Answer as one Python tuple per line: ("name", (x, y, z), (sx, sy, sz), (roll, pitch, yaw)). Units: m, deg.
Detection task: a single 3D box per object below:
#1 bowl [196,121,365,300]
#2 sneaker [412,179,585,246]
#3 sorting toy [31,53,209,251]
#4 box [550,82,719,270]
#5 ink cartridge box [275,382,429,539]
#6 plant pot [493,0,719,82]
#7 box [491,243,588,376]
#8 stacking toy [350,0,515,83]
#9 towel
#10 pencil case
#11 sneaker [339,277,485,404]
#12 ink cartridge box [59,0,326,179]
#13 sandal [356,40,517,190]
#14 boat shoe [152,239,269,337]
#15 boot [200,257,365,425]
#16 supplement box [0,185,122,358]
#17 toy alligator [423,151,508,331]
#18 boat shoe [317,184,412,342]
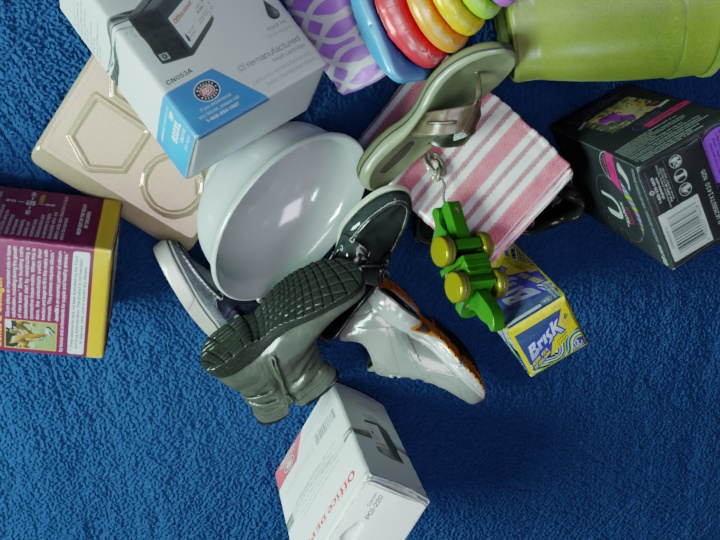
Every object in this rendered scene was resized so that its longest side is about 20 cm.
("bowl", (-0.093, -0.075, 0.849), (0.201, 0.090, 0.202), (-38, 154, -22))
("sneaker", (0.154, -0.071, 0.927), (0.198, 0.086, 0.081), (-16, 112, -6))
("sorting toy", (-0.203, -0.142, 0.856), (0.184, 0.037, 0.201), (33, 105, -21))
("box", (0.300, -0.105, 0.884), (0.105, 0.200, 0.123), (-29, 113, 0))
("ink cartridge box", (-0.016, 0.241, 0.943), (0.084, 0.200, 0.147), (26, 103, -20))
("plant pot", (0.229, -0.269, 0.827), (0.190, 0.201, 0.203), (-12, 112, 5))
("box", (0.164, 0.028, 0.903), (0.070, 0.200, 0.065), (-31, 114, 3))
("stacking toy", (0.099, -0.259, 0.750), (0.199, 0.109, 0.117), (-22, 94, 36))
("towel", (0.105, -0.117, 0.890), (0.200, 0.030, 0.147), (44, 101, 8))
("pencil case", (-0.031, -0.272, 0.821), (0.083, 0.086, 0.201), (-13, 118, 33))
("sneaker", (0.059, 0.098, 0.984), (0.200, 0.076, 0.092), (42, 105, -14))
("ink cartridge box", (-0.149, -0.208, 0.744), (0.145, 0.084, 0.201), (-35, 84, -24))
("sandal", (0.080, -0.139, 0.821), (0.201, 0.058, 0.079), (-45, 152, 27))
("boat shoe", (-0.135, 0.029, 0.914), (0.092, 0.075, 0.201), (-33, 123, -3))
("boot", (-0.058, 0.077, 0.891), (0.199, 0.068, 0.131), (-32, 132, 11))
("supplement box", (-0.342, -0.002, 0.826), (0.197, 0.104, 0.132), (7, 121, -15))
("toy alligator", (0.095, -0.022, 0.855), (0.059, 0.202, 0.054), (-6, 154, -29))
("boat shoe", (-0.002, 0.000, 0.897), (0.074, 0.066, 0.200), (18, 125, -38))
